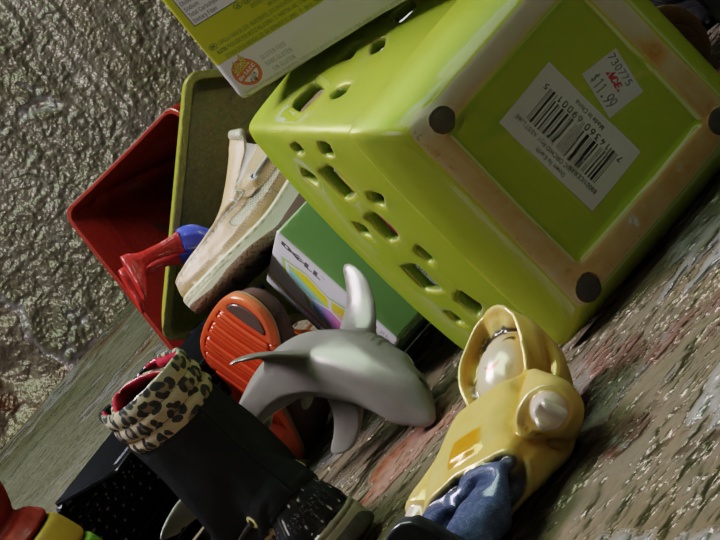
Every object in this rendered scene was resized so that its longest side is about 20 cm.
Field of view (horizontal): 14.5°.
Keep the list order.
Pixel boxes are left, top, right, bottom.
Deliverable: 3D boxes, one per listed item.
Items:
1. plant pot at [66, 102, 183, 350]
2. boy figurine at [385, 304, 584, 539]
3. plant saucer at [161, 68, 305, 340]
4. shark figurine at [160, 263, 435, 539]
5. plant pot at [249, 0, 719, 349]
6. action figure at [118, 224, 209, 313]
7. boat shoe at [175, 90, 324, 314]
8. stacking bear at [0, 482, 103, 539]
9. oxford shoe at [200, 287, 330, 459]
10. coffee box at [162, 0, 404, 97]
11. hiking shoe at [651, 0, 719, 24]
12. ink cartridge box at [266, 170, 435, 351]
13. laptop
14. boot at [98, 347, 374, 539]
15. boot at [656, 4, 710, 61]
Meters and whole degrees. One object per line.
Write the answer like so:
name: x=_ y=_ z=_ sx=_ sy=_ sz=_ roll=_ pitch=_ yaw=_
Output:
plant pot: x=-0.100 y=-0.055 z=2.487 sx=0.176 sy=0.200 sz=0.200 roll=-37 pitch=-1 yaw=-44
boy figurine: x=0.062 y=0.086 z=1.353 sx=0.124 sy=0.064 sz=0.200 roll=-44 pitch=12 yaw=41
plant saucer: x=-0.059 y=-0.062 z=2.016 sx=0.048 sy=0.199 sz=0.201 roll=33 pitch=123 yaw=49
shark figurine: x=-0.054 y=0.076 z=1.730 sx=0.089 sy=0.129 sz=0.214 roll=5 pitch=-29 yaw=-43
plant pot: x=0.087 y=-0.080 z=1.569 sx=0.199 sy=0.200 sz=0.181 roll=-48 pitch=15 yaw=-9
action figure: x=-0.056 y=-0.010 z=1.939 sx=0.199 sy=0.099 sz=0.065 roll=-29 pitch=-6 yaw=-12
boat shoe: x=-0.060 y=-0.063 z=1.853 sx=0.200 sy=0.076 sz=0.072 roll=-48 pitch=-4 yaw=-3
stacking bear: x=-0.206 y=0.195 z=1.751 sx=0.122 sy=0.200 sz=0.114 roll=-47 pitch=8 yaw=2
oxford shoe: x=-0.054 y=0.056 z=1.850 sx=0.073 sy=0.071 sz=0.200 roll=-47 pitch=-21 yaw=-20
coffee box: x=-0.028 y=-0.261 z=1.583 sx=0.199 sy=0.198 sz=0.200 roll=-29 pitch=23 yaw=31
hiking shoe: x=0.207 y=-0.210 z=1.859 sx=0.076 sy=0.101 sz=0.200 roll=-47 pitch=8 yaw=-10
ink cartridge box: x=0.000 y=0.000 z=1.802 sx=0.059 sy=0.104 sz=0.200 roll=-47 pitch=-4 yaw=-12
laptop: x=-0.115 y=0.127 z=1.936 sx=0.103 sy=0.200 sz=0.177 roll=14 pitch=53 yaw=37
boot: x=-0.085 y=0.119 z=1.639 sx=0.074 sy=0.154 sz=0.203 roll=-50 pitch=9 yaw=-20
boot: x=0.123 y=-0.081 z=1.755 sx=0.200 sy=0.073 sz=0.155 roll=-55 pitch=16 yaw=-7
